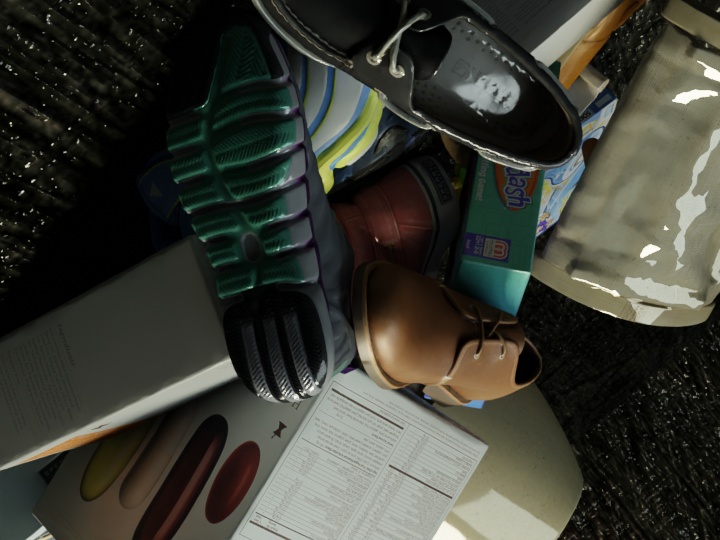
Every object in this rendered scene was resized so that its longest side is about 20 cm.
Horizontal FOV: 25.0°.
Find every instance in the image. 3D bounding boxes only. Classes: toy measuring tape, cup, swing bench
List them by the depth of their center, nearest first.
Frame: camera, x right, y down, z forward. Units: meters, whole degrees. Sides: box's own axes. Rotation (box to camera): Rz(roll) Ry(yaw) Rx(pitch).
[{"bbox_3d":[0.216,-0.089,1.016,0.199,0.129,0.200,-65,177,33],"label":"swing bench"},{"bbox_3d":[0.127,-0.108,1.211,0.200,0.074,0.074,-43,166,-28],"label":"toy measuring tape"},{"bbox_3d":[0.084,0.156,1.241,0.201,0.143,0.200,-53,-175,7],"label":"cup"}]

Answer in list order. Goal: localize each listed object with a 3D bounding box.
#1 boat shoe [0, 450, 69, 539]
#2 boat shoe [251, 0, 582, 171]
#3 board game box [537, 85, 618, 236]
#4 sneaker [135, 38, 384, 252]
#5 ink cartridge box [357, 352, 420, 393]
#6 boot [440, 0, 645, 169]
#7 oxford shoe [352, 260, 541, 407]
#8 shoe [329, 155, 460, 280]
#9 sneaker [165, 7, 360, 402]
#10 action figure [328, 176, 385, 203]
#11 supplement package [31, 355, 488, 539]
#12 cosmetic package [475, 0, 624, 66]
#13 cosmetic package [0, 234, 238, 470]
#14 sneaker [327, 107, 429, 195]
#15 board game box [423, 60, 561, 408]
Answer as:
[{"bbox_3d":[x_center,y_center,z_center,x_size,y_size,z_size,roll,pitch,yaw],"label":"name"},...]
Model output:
[{"bbox_3d":[-0.187,0.127,1.138,0.200,0.071,0.091,-34,172,-11],"label":"boat shoe"},{"bbox_3d":[0.031,-0.110,0.813,0.200,0.060,0.074,33,98,-29],"label":"boat shoe"},{"bbox_3d":[0.146,-0.076,1.372,0.135,0.034,0.200,-37,163,-9],"label":"board game box"},{"bbox_3d":[-0.059,-0.064,0.892,0.105,0.076,0.200,-26,159,-38],"label":"sneaker"},{"bbox_3d":[-0.021,0.106,1.260,0.146,0.085,0.200,-50,-176,40],"label":"ink cartridge box"},{"bbox_3d":[0.141,-0.155,1.106,0.144,0.071,0.201,-36,168,-34],"label":"boot"},{"bbox_3d":[0.050,0.033,0.907,0.071,0.072,0.200,-7,167,23],"label":"oxford shoe"},{"bbox_3d":[0.000,0.000,1.042,0.091,0.072,0.200,-21,159,-17],"label":"shoe"},{"bbox_3d":[-0.045,-0.035,0.845,0.074,0.201,0.087,-8,-178,23],"label":"sneaker"},{"bbox_3d":[0.011,-0.035,1.167,0.200,0.055,0.118,-23,154,-55],"label":"action figure"},{"bbox_3d":[-0.067,0.132,1.022,0.147,0.191,0.201,32,89,-39],"label":"supplement package"},{"bbox_3d":[0.133,-0.196,0.955,0.200,0.083,0.051,-40,163,3],"label":"cosmetic package"},{"bbox_3d":[-0.122,0.044,0.927,0.200,0.072,0.101,-26,171,34],"label":"cosmetic package"},{"bbox_3d":[0.008,-0.103,0.949,0.200,0.079,0.075,-31,177,40],"label":"sneaker"},{"bbox_3d":[0.083,-0.021,1.044,0.200,0.045,0.153,98,4,-63],"label":"board game box"}]
